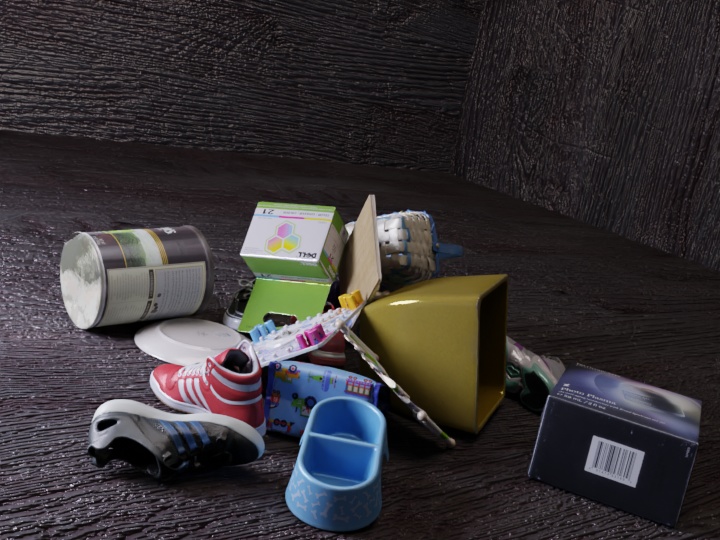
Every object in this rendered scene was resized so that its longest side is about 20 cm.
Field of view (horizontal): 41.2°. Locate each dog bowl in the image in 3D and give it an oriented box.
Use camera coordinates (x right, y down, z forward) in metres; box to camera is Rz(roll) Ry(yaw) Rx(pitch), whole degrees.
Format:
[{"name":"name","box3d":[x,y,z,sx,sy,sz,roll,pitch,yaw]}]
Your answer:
[{"name":"dog bowl","box3d":[-0.022,0.215,1.107,0.109,0.050,0.201,10,26,3]}]

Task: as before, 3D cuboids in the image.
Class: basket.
[{"name":"basket","box3d":[0.064,-0.032,1.686,0.174,0.142,0.199,-8,-4,33]}]

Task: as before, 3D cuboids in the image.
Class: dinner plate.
[{"name":"dinner plate","box3d":[-0.250,0.107,1.489,0.196,0.025,0.200,12,14,-3]}]

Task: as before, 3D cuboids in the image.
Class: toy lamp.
[{"name":"toy lamp","box3d":[0.014,0.046,1.614,0.196,0.059,0.058,1,10,19]}]

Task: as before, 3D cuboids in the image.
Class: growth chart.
[{"name":"growth chart","box3d":[0.044,0.153,1.297,0.200,0.018,0.145,46,-2,31]}]

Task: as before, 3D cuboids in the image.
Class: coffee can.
[{"name":"coffee can","box3d":[-0.350,0.008,1.510,0.198,0.149,0.145,-6,22,-41]}]

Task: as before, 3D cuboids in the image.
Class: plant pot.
[{"name":"plant pot","box3d":[0.105,0.110,1.438,0.196,0.200,0.194,5,11,21]}]

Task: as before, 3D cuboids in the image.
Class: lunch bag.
[{"name":"lunch bag","box3d":[-0.038,0.169,1.313,0.148,0.096,0.200,11,4,8]}]

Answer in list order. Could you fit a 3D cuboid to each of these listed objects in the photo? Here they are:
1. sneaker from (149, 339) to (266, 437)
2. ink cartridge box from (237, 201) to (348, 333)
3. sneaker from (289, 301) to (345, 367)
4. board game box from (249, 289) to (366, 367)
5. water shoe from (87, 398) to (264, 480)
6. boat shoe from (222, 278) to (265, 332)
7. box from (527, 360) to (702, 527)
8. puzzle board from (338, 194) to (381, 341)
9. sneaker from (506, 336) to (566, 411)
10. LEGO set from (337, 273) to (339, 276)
[{"name":"sneaker","box3d":[-0.197,0.132,1.230,0.198,0.114,0.071,20,29,33]},{"name":"ink cartridge box","box3d":[-0.118,-0.002,1.531,0.145,0.203,0.076,5,-30,22]},{"name":"sneaker","box3d":[-0.062,0.088,1.583,0.072,0.088,0.200,7,14,-22]},{"name":"board game box","box3d":[-0.108,0.093,1.386,0.197,0.026,0.200,-20,8,23]},{"name":"water shoe","box3d":[-0.208,0.206,1.081,0.196,0.072,0.080,11,41,-9]},{"name":"boat shoe","box3d":[-0.184,0.054,1.643,0.072,0.069,0.199,15,12,6]},{"name":"box","box3d":[0.351,0.226,1.307,0.197,0.126,0.198,16,13,18]},{"name":"puzzle board","box3d":[0.000,0.000,1.509,0.017,0.201,0.153,4,58,-15]},{"name":"sneaker","box3d":[0.278,0.161,1.597,0.138,0.079,0.200,4,33,-46]},{"name":"LEGO set","box3d":[-0.091,0.008,1.741,0.197,0.156,0.116,23,-1,14]}]
